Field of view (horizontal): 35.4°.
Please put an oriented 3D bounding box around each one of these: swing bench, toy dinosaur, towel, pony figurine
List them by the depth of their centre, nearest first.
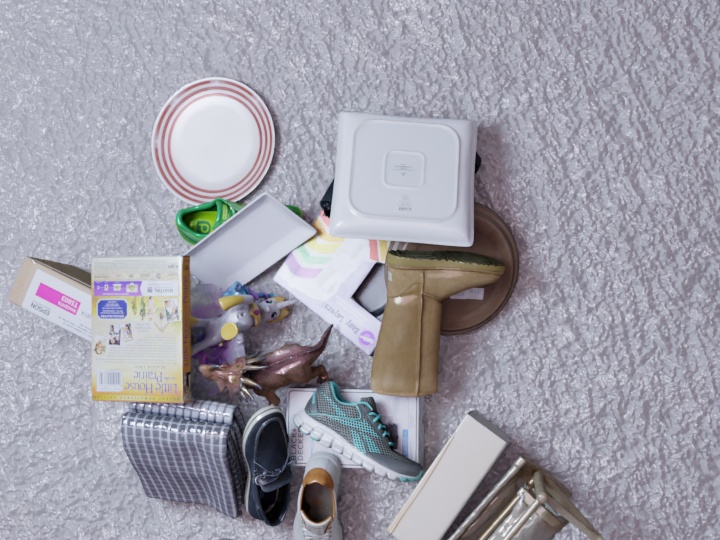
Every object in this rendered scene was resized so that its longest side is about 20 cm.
[{"bbox_3d":[0.200,0.369,1.511,0.129,0.200,0.199,39,94,-13],"label":"swing bench"},{"bbox_3d":[-0.116,0.136,1.579,0.199,0.136,0.086,-30,62,-4],"label":"toy dinosaur"},{"bbox_3d":[-0.245,0.268,1.621,0.164,0.201,0.086,4,46,11],"label":"towel"},{"bbox_3d":[-0.203,0.087,1.642,0.192,0.200,0.168,-26,84,23],"label":"pony figurine"}]

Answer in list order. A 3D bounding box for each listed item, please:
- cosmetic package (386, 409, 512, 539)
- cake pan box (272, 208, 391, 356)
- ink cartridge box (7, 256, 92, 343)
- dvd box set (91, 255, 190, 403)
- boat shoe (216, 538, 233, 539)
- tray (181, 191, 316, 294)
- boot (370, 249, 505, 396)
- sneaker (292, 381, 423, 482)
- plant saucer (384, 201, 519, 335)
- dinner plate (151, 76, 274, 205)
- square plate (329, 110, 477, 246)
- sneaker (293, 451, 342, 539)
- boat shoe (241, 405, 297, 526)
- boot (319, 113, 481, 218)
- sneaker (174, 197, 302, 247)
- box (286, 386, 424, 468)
[{"bbox_3d":[0.127,0.300,1.589,0.073,0.104,0.201,34,92,12],"label":"cosmetic package"},{"bbox_3d":[0.000,0.000,1.663,0.200,0.052,0.185,39,96,11],"label":"cake pan box"},{"bbox_3d":[-0.396,0.056,1.681,0.199,0.165,0.076,25,91,13],"label":"ink cartridge box"},{"bbox_3d":[-0.302,0.080,1.553,0.145,0.029,0.202,-2,89,19],"label":"dvd box set"},{"bbox_3d":[-0.149,0.465,1.649,0.199,0.072,0.076,25,91,12],"label":"boat shoe"},{"bbox_3d":[-0.170,-0.041,1.659,0.199,0.107,0.022,-34,37,28],"label":"tray"},{"bbox_3d":[0.106,0.075,1.574,0.173,0.066,0.202,4,105,-2],"label":"boot"},{"bbox_3d":[0.006,0.223,1.574,0.199,0.078,0.092,28,88,10],"label":"sneaker"},{"bbox_3d":[0.133,-0.001,1.602,0.198,0.029,0.202,-2,105,-9],"label":"plant saucer"},{"bbox_3d":[-0.225,-0.196,1.735,0.198,0.024,0.202,-1,87,12],"label":"dinner plate"},{"bbox_3d":[0.062,-0.134,1.561,0.198,0.029,0.200,4,66,1],"label":"square plate"},{"bbox_3d":[-0.066,0.364,1.606,0.072,0.085,0.202,3,112,8],"label":"sneaker"},{"bbox_3d":[-0.127,0.278,1.594,0.062,0.074,0.202,36,132,42],"label":"boat shoe"},{"bbox_3d":[0.057,-0.120,1.612,0.198,0.077,0.169,19,68,4],"label":"boot"},{"bbox_3d":[-0.184,-0.067,1.685,0.198,0.084,0.075,-3,78,11],"label":"sneaker"},{"bbox_3d":[-0.008,0.230,1.642,0.198,0.060,0.118,1,86,12],"label":"box"}]
